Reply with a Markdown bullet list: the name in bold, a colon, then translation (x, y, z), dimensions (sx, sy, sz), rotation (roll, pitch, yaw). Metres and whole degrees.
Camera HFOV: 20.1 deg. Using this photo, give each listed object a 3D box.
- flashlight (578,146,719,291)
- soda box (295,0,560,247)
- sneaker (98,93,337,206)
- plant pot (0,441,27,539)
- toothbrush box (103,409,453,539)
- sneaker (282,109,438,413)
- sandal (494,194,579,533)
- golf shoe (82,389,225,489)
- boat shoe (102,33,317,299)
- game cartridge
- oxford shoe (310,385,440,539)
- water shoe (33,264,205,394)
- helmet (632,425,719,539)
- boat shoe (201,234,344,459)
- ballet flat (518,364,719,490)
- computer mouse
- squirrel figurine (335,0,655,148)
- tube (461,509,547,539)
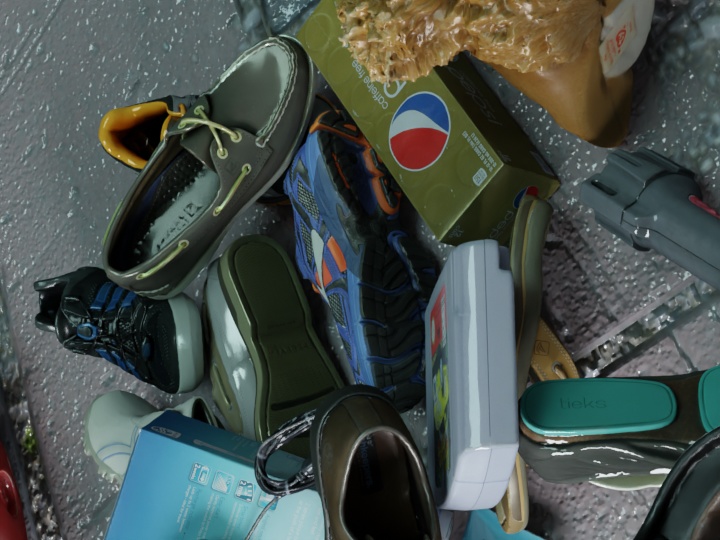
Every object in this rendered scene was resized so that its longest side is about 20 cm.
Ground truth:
- **flashlight**: translation (0.215, -0.009, 1.125), dimensions (0.068, 0.068, 0.200), rotation (-46, 45, -6)
- **soda box**: translation (0.040, -0.105, 1.297), dimensions (0.068, 0.064, 0.201), rotation (-50, 53, 23)
- **sneaker**: translation (-0.099, -0.088, 1.411), dimensions (0.199, 0.077, 0.079), rotation (-4, 77, 38)
- **plant pot**: translation (-0.353, 0.165, 1.522), dimensions (0.200, 0.199, 0.184), rotation (-35, 52, 32)
- **toothbrush box**: translation (-0.058, 0.190, 1.251), dimensions (0.198, 0.085, 0.148), rotation (18, 96, 5)
- **sneaker**: translation (0.000, 0.000, 1.317), dimensions (0.078, 0.075, 0.202), rotation (-37, 60, 50)
- **sandal**: translation (0.107, 0.056, 1.210), dimensions (0.053, 0.080, 0.202), rotation (7, 81, 0)
- **golf shoe**: translation (-0.121, 0.119, 1.376), dimensions (0.200, 0.078, 0.098), rotation (41, 122, 46)
- **boat shoe**: translation (-0.100, -0.070, 1.341), dimensions (0.072, 0.060, 0.203), rotation (37, 96, 20)
- **game cartridge**: translation (0.062, 0.070, 1.178), dimensions (0.040, 0.200, 0.135), rotation (-4, 77, -4)
- **oxford shoe**: translation (0.016, 0.172, 1.146), dimensions (0.084, 0.072, 0.202), rotation (-145, 38, -75)
- **water shoe**: translation (-0.172, 0.045, 1.420), dimensions (0.200, 0.078, 0.072), rotation (20, 115, 61)
- **helmet**: translation (0.218, 0.177, 0.999), dimensions (0.199, 0.191, 0.202), rotation (19, 130, 24)
- **boat shoe**: translation (-0.057, 0.081, 1.354), dimensions (0.068, 0.074, 0.202), rotation (-42, 57, 52)
- **ballet flat**: translation (0.183, 0.088, 1.120), dimensions (0.198, 0.069, 0.068), rotation (-1, 45, 12)
- **computer mouse**: translation (-0.068, 0.161, 1.191), dimensions (0.058, 0.034, 0.201), rotation (35, 96, 3)
- **squirrel figurine**: translation (0.068, -0.170, 1.191), dimensions (0.186, 0.199, 0.143), rotation (27, 107, 29)
- **tube**: translation (0.060, 0.246, 1.232), dimensions (0.077, 0.050, 0.202), rotation (25, 94, 34)
